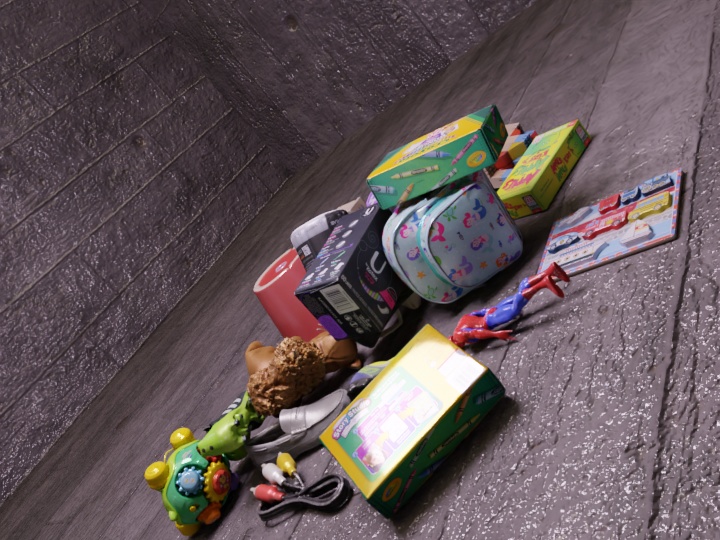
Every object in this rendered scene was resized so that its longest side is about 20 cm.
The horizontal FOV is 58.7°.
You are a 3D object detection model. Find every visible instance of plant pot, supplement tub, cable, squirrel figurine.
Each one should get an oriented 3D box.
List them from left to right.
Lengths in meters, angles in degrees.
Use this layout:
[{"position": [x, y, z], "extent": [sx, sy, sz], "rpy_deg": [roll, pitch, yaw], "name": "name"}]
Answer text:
[{"position": [-0.095, 0.305, 0.884], "extent": [0.097, 0.050, 0.200], "rpy_deg": [-52, 18, -27], "name": "cable"}, {"position": [-0.094, 0.166, 1.088], "extent": [0.186, 0.142, 0.200], "rpy_deg": [-23, 2, 5], "name": "squirrel figurine"}, {"position": [-0.110, 0.054, 1.317], "extent": [0.200, 0.177, 0.201], "rpy_deg": [-38, 17, 13], "name": "plant pot"}, {"position": [-0.038, -0.003, 1.202], "extent": [0.122, 0.201, 0.123], "rpy_deg": [-25, -4, -2], "name": "supplement tub"}]

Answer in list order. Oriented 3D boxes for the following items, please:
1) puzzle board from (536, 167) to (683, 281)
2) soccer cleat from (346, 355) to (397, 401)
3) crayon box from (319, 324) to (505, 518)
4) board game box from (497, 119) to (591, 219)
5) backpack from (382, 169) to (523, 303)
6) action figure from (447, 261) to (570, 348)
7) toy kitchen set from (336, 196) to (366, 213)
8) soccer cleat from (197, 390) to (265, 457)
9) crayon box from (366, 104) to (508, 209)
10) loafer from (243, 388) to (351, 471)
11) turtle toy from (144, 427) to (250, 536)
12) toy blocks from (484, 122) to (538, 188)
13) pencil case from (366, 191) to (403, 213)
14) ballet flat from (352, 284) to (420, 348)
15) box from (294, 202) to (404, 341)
[{"position": [0.335, -0.059, 0.875], "extent": [0.200, 0.017, 0.151], "rpy_deg": [-26, 23, 44], "name": "puzzle board"}, {"position": [0.064, 0.141, 0.917], "extent": [0.200, 0.065, 0.084], "rpy_deg": [-28, 11, 34], "name": "soccer cleat"}, {"position": [0.059, 0.174, 0.764], "extent": [0.200, 0.058, 0.119], "rpy_deg": [-45, 38, -7], "name": "crayon box"}, {"position": [0.322, -0.178, 1.142], "extent": [0.200, 0.048, 0.101], "rpy_deg": [-51, 19, -28], "name": "board game box"}, {"position": [0.140, -0.048, 1.004], "extent": [0.199, 0.178, 0.151], "rpy_deg": [-34, 15, 1], "name": "backpack"}, {"position": [0.187, 0.061, 0.857], "extent": [0.200, 0.052, 0.065], "rpy_deg": [-35, 12, 39], "name": "action figure"}, {"position": [0.088, -0.119, 1.293], "extent": [0.163, 0.181, 0.200], "rpy_deg": [-15, 32, 54], "name": "toy kitchen set"}, {"position": [-0.209, 0.248, 1.052], "extent": [0.081, 0.068, 0.200], "rpy_deg": [-24, 2, 7], "name": "soccer cleat"}, {"position": [0.119, -0.173, 0.984], "extent": [0.199, 0.058, 0.119], "rpy_deg": [-20, 21, 31], "name": "crayon box"}, {"position": [-0.098, 0.246, 1.004], "extent": [0.200, 0.070, 0.070], "rpy_deg": [-39, 17, 12], "name": "loafer"}, {"position": [-0.254, 0.331, 1.061], "extent": [0.101, 0.146, 0.200], "rpy_deg": [-9, 29, 26], "name": "turtle toy"}, {"position": [0.294, -0.233, 1.296], "extent": [0.136, 0.100, 0.200], "rpy_deg": [2, 46, 50], "name": "toy blocks"}, {"position": [0.098, -0.080, 1.159], "extent": [0.085, 0.200, 0.084], "rpy_deg": [-30, 31, 30], "name": "pencil case"}, {"position": [0.059, 0.055, 1.120], "extent": [0.200, 0.068, 0.068], "rpy_deg": [-46, 19, -13], "name": "ballet flat"}, {"position": [0.000, 0.000, 1.063], "extent": [0.106, 0.122, 0.200], "rpy_deg": [-18, 32, 40], "name": "box"}]
